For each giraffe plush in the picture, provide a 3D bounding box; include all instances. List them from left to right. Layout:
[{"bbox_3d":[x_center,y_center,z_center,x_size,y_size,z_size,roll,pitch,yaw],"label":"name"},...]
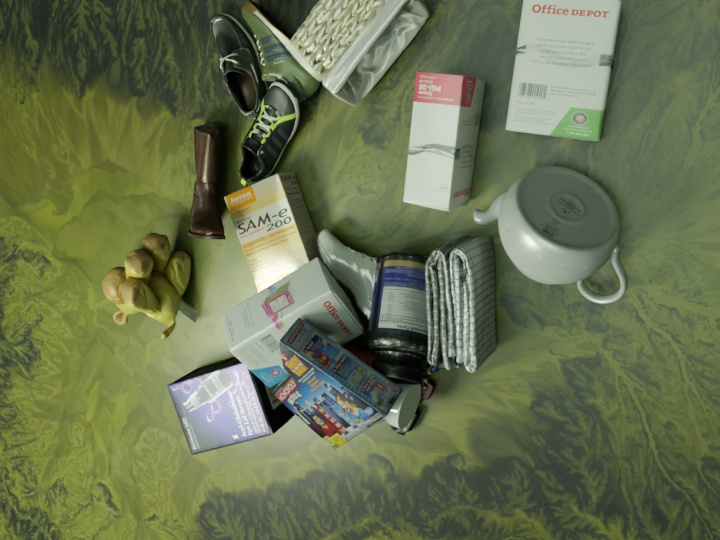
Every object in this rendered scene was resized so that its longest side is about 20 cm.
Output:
[{"bbox_3d":[-0.431,0.032,1.478,0.159,0.174,0.202,4,136,30],"label":"giraffe plush"}]

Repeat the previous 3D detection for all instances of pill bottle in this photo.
[{"bbox_3d":[0.003,0.200,1.329,0.197,0.112,0.114,20,107,27],"label":"pill bottle"},{"bbox_3d":[0.069,0.080,1.243,0.110,0.112,0.204,3,76,20],"label":"pill bottle"}]

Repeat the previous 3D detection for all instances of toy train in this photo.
[{"bbox_3d":[0.110,0.211,1.347,0.045,0.034,0.203,27,109,11],"label":"toy train"}]

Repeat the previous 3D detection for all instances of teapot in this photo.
[{"bbox_3d":[0.299,-0.049,1.167,0.193,0.203,0.147,-2,144,-12],"label":"teapot"}]

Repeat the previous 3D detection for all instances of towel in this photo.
[{"bbox_3d":[0.165,0.052,1.226,0.084,0.165,0.204,0,98,23],"label":"towel"}]

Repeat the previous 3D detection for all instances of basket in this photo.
[{"bbox_3d":[-0.003,-0.389,1.217,0.123,0.135,0.201,44,104,11],"label":"basket"}]

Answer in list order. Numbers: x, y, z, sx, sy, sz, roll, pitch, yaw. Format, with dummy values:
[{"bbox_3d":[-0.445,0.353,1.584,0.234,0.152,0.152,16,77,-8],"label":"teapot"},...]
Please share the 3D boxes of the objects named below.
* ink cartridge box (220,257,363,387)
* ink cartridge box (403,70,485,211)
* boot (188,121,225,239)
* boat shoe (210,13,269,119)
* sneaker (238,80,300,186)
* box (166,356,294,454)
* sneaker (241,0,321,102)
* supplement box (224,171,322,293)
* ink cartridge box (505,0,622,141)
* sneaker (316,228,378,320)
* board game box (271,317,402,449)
[{"bbox_3d":[-0.112,0.090,1.278,0.198,0.145,0.085,-29,50,5],"label":"ink cartridge box"},{"bbox_3d":[0.134,-0.207,1.199,0.081,0.146,0.204,11,103,19],"label":"ink cartridge box"},{"bbox_3d":[-0.276,-0.166,1.365,0.063,0.186,0.204,3,105,-24],"label":"boot"},{"bbox_3d":[-0.220,-0.368,1.351,0.071,0.067,0.203,-23,90,25],"label":"boat shoe"},{"bbox_3d":[-0.165,-0.231,1.322,0.071,0.083,0.202,31,126,11],"label":"sneaker"},{"bbox_3d":[-0.250,0.252,1.456,0.197,0.104,0.151,-20,93,23],"label":"box"},{"bbox_3d":[-0.153,-0.376,1.321,0.200,0.067,0.090,45,106,5],"label":"sneaker"},{"bbox_3d":[-0.152,-0.063,1.376,0.124,0.073,0.203,-19,92,22],"label":"supplement box"},{"bbox_3d":[0.310,-0.308,1.146,0.143,0.084,0.204,11,103,18],"label":"ink cartridge box"},{"bbox_3d":[0.000,0.000,1.341,0.087,0.075,0.201,-41,91,10],"label":"sneaker"},{"bbox_3d":[-0.061,0.181,1.230,0.199,0.062,0.200,43,142,-2],"label":"board game box"}]
